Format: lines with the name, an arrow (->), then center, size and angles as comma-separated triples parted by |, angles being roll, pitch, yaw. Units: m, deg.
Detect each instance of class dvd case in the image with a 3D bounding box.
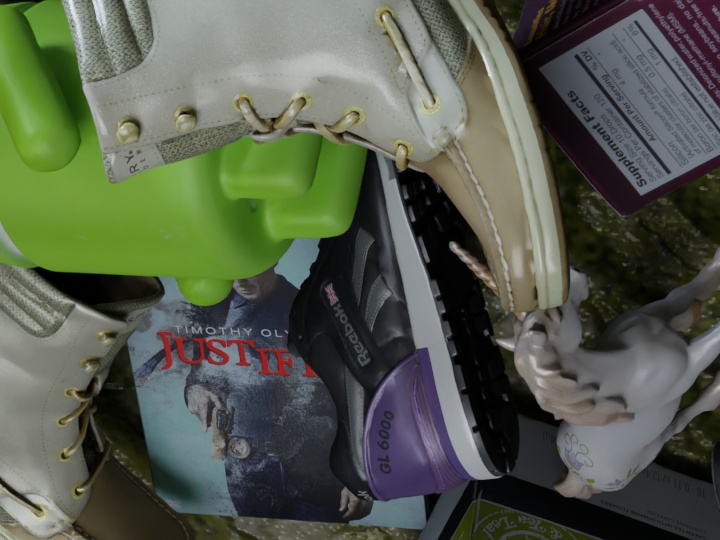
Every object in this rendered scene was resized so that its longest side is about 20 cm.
dvd case -> -0.043, 0.041, 1.198 | 0.145, 0.022, 0.201 | 3, 125, 13

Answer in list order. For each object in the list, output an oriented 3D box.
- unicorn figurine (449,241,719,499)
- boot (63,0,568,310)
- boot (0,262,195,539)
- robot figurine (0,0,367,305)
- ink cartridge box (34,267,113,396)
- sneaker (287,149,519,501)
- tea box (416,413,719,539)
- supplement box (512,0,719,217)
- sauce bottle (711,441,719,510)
unicorn figurine -> 0.117, 0.041, 1.071 | 0.074, 0.137, 0.201 | 40, 152, 34
boot -> -0.019, -0.057, 0.917 | 0.154, 0.072, 0.201 | -22, 82, -5
boot -> -0.132, 0.061, 1.162 | 0.200, 0.072, 0.155 | 36, 123, -13
robot figurine -> -0.097, -0.056, 1.039 | 0.199, 0.116, 0.175 | 3, 163, 24
ink cartridge box -> -0.182, -0.029, 1.173 | 0.099, 0.039, 0.201 | 2, 127, 13
sneaker -> 0.000, 0.000, 1.070 | 0.087, 0.076, 0.201 | -16, 81, 21
tea box -> 0.119, 0.198, 1.148 | 0.199, 0.197, 0.134 | 19, 129, -8
supplement box -> 0.163, -0.120, 0.968 | 0.199, 0.111, 0.086 | -29, 114, 31
sauce bottle -> 0.260, 0.082, 1.123 | 0.199, 0.065, 0.065 | -11, 122, 23
